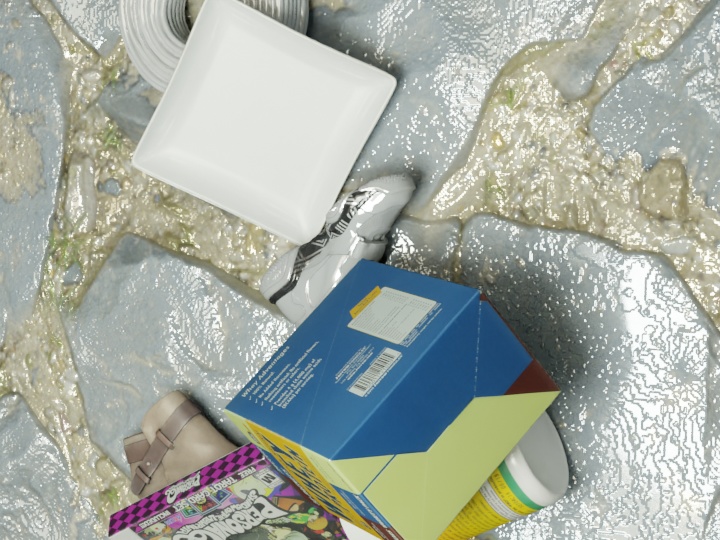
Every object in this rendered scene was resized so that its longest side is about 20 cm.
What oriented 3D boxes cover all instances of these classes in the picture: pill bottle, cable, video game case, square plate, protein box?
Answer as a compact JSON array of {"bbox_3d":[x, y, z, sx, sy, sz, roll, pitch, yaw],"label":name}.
[{"bbox_3d":[0.082,0.196,1.608,0.200,0.113,0.113,-26,82,25],"label":"pill bottle"},{"bbox_3d":[-0.146,-0.261,1.717,0.200,0.069,0.200,41,109,18],"label":"cable"},{"bbox_3d":[-0.113,0.256,1.687,0.200,0.181,0.036,-28,37,24],"label":"video game case"},{"bbox_3d":[-0.094,-0.146,1.675,0.198,0.028,0.200,26,113,-7],"label":"square plate"},{"bbox_3d":[0.025,0.115,1.529,0.199,0.135,0.200,-48,27,-15],"label":"protein box"}]

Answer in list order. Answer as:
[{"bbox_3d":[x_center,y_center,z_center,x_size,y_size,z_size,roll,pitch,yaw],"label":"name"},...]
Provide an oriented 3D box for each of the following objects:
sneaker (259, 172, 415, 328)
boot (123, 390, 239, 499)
[{"bbox_3d":[0.000,0.000,1.661,0.200,0.075,0.115,-41,76,27],"label":"sneaker"},{"bbox_3d":[-0.155,0.186,1.748,0.200,0.070,0.146,-36,77,24],"label":"boot"}]
